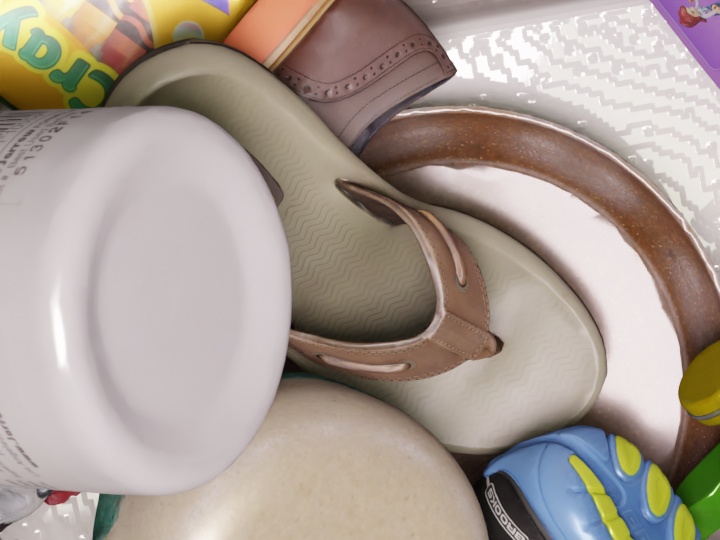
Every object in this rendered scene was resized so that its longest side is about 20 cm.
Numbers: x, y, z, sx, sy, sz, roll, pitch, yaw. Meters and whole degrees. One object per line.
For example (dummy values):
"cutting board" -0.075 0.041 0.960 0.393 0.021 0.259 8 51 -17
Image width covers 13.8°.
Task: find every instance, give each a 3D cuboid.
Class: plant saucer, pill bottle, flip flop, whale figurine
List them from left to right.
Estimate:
"pill bottle" -0.130 0.008 0.917 0.199 0.114 0.115 1 106 35
"whale figurine" -0.044 0.128 0.958 0.159 0.104 0.201 23 90 -27
"flip flop" 0.000 0.000 0.959 0.200 0.058 0.081 40 96 -27
"plant saucer" 0.034 0.043 1.043 0.199 0.034 0.201 0 93 4

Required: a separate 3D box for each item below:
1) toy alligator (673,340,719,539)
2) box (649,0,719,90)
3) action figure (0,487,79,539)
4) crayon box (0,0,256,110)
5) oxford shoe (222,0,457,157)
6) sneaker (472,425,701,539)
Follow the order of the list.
"toy alligator" 0.169 0.015 1.006 0.059 0.054 0.200 43 73 -24
"box" 0.171 -0.091 0.988 0.200 0.039 0.137 50 52 -11
"action figure" -0.184 0.109 1.031 0.199 0.134 0.149 -16 139 -23
"crayon box" -0.091 -0.123 1.008 0.126 0.052 0.200 35 100 -9
"oxford shoe" -0.047 -0.012 0.997 0.072 0.071 0.200 37 94 2
"sneaker" 0.094 0.146 0.990 0.083 0.071 0.200 -24 97 43
